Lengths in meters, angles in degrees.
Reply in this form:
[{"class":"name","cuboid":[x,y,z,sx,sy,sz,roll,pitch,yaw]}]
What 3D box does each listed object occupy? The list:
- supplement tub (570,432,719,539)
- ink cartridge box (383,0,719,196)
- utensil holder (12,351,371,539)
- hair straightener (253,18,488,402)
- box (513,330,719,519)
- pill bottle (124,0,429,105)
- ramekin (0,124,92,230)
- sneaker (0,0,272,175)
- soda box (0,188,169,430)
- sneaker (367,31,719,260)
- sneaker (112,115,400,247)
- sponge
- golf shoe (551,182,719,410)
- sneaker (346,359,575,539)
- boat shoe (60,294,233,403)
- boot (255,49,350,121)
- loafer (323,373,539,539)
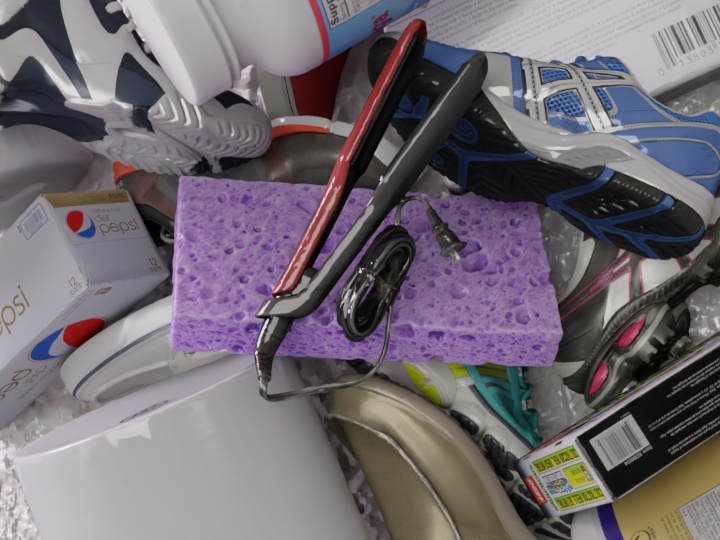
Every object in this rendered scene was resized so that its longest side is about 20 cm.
[{"class":"supplement tub","cuboid":[0.221,0.131,0.777,0.200,0.145,0.146,-33,75,13]},{"class":"ink cartridge box","cuboid":[0.105,-0.161,0.880,0.200,0.044,0.174,-24,81,6]},{"class":"utensil holder","cuboid":[-0.075,0.159,0.841,0.170,0.170,0.200,-22,93,16]},{"class":"hair straightener","cuboid":[0.012,-0.020,0.765,0.077,0.041,0.200,28,82,12]},{"class":"box","cuboid":[0.177,0.052,0.776,0.200,0.110,0.035,-30,83,-14]},{"class":"pill bottle","cuboid":[-0.019,-0.168,0.802,0.200,0.109,0.109,-32,74,-10]},{"class":"ramekin","cuboid":[-0.258,-0.074,0.943,0.200,0.200,0.098,-25,85,15]},{"class":"sneaker","cuboid":[-0.140,-0.133,0.864,0.199,0.079,0.130,9,70,-11]},{"class":"soda box","cuboid":[-0.205,0.031,0.943,0.200,0.068,0.064,-39,73,34]},{"class":"sneaker","cuboid":[0.097,-0.078,0.828,0.200,0.076,0.077,27,65,12]},{"class":"sneaker","cuboid":[-0.061,-0.034,0.922,0.200,0.077,0.082,-5,62,30]},{"class":"sponge","cuboid":[0.000,0.000,0.836,0.200,0.030,0.112,3,42,-6]},{"class":"golf shoe","cuboid":[0.167,-0.019,0.851,0.088,0.077,0.200,43,99,24]},{"class":"sneaker","cuboid":[0.068,0.063,0.874,0.080,0.078,0.200,-38,86,-27]},{"class":"boat shoe","cuboid":[-0.081,0.044,0.935,0.200,0.072,0.066,-23,77,5]},{"class":"boot","cuboid":[0.017,-0.174,0.923,0.144,0.072,0.200,5,85,16]},{"class":"loafer","cuboid":[0.045,0.140,0.841,0.068,0.076,0.200,-43,95,-23]}]
